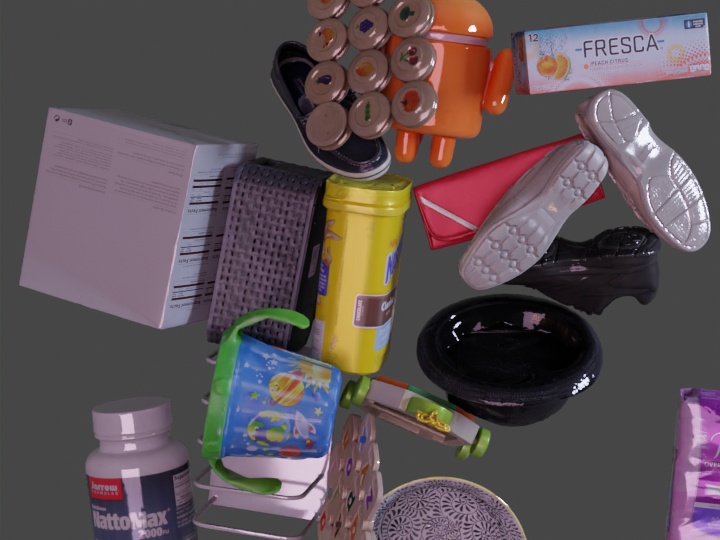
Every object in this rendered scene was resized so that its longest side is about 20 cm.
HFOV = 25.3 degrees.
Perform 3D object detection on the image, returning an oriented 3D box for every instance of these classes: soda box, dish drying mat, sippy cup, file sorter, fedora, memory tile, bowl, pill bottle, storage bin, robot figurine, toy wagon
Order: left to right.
[{"bbox_3d":[-0.252,0.251,1.836,0.119,0.120,0.201,-5,97,11],"label":"pill bottle"},{"bbox_3d":[-0.109,0.189,1.799,0.138,0.125,0.201,8,99,10],"label":"file sorter"},{"bbox_3d":[-0.089,0.137,1.664,0.130,0.140,0.178,9,144,-1],"label":"sippy cup"},{"bbox_3d":[-0.093,-0.015,1.761,0.093,0.135,0.201,13,100,8],"label":"storage bin"},{"bbox_3d":[0.009,-0.229,1.669,0.153,0.017,0.201,-11,69,28],"label":"memory tile"},{"bbox_3d":[0.064,0.155,1.723,0.155,0.200,0.040,24,78,-7],"label":"toy wagon"},{"bbox_3d":[0.082,0.310,1.788,0.200,0.094,0.201,-1,102,-4],"label":"bowl"},{"bbox_3d":[0.082,-0.212,1.714,0.144,0.116,0.201,14,101,43],"label":"robot figurine"},{"bbox_3d":[0.160,0.111,1.740,0.200,0.201,0.092,6,129,9],"label":"fedora"},{"bbox_3d":[0.162,-0.085,1.747,0.199,0.018,0.077,-17,97,1],"label":"dish drying mat"},{"bbox_3d":[0.260,-0.226,1.678,0.199,0.064,0.069,-7,97,-8],"label":"soda box"}]

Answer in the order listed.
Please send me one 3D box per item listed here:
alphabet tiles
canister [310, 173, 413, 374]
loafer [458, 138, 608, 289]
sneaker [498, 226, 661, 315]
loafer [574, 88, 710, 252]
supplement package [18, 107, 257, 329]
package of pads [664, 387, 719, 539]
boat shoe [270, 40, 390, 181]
[{"bbox_3d":[-0.010,0.256,1.722,0.015,0.200,0.196,10,131,-16],"label":"alphabet tiles"},{"bbox_3d":[0.000,0.000,1.743,0.086,0.149,0.201,8,101,7],"label":"canister"},{"bbox_3d":[0.179,-0.060,1.707,0.200,0.070,0.070,-43,111,-2],"label":"loafer"},{"bbox_3d":[0.228,0.008,1.741,0.199,0.076,0.091,-1,123,21],"label":"sneaker"},{"bbox_3d":[0.302,-0.106,1.724,0.072,0.063,0.200,-39,99,-17],"label":"loafer"},{"bbox_3d":[-0.241,-0.061,1.758,0.191,0.147,0.201,16,100,22],"label":"supplement package"},{"bbox_3d":[0.397,0.233,1.740,0.120,0.076,0.201,5,99,7],"label":"package of pads"},{"bbox_3d":[-0.037,-0.172,1.724,0.074,0.062,0.200,-28,59,-13],"label":"boat shoe"}]
